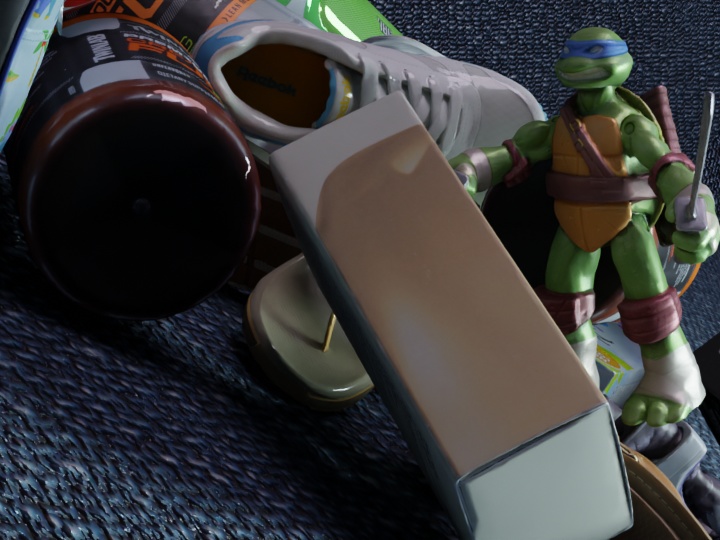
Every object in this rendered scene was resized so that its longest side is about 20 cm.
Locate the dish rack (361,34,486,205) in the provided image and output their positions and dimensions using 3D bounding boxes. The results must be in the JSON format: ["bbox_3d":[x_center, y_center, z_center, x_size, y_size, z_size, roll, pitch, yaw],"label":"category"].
[{"bbox_3d":[0.023,-0.070,1.256,0.171,0.044,0.199,27,-33,-27],"label":"dish rack"}]

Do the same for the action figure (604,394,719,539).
[{"bbox_3d":[0.208,0.140,1.033,0.199,0.070,0.130,33,3,-13],"label":"action figure"}]

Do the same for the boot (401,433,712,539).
[{"bbox_3d":[0.124,0.117,0.882,0.200,0.074,0.154,41,10,32],"label":"boot"}]

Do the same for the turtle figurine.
[{"bbox_3d":[0.105,-0.013,0.927,0.142,0.196,0.200,-8,18,5],"label":"turtle figurine"}]

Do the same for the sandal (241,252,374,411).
[{"bbox_3d":[0.008,0.001,0.952,0.080,0.054,0.200,38,41,13],"label":"sandal"}]

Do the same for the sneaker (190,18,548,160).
[{"bbox_3d":[0.006,-0.084,0.985,0.198,0.077,0.081,9,5,-9],"label":"sneaker"}]

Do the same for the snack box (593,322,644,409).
[{"bbox_3d":[0.102,0.039,1.184,0.168,0.068,0.200,35,13,16],"label":"snack box"}]

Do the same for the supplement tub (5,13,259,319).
[{"bbox_3d":[-0.116,-0.060,0.874,0.106,0.108,0.200,26,12,-23],"label":"supplement tub"}]

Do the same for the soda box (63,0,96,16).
[{"bbox_3d":[-0.178,-0.154,0.931,0.070,0.199,0.064,-24,97,-50],"label":"soda box"}]

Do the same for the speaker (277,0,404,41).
[{"bbox_3d":[-0.014,-0.148,1.265,0.200,0.089,0.088,39,3,-40],"label":"speaker"}]

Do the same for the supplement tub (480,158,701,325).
[{"bbox_3d":[0.148,-0.021,1.116,0.107,0.108,0.200,35,13,19],"label":"supplement tub"}]

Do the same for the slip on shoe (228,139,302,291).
[{"bbox_3d":[-0.100,-0.052,1.026,0.198,0.077,0.061,25,13,8],"label":"slip on shoe"}]

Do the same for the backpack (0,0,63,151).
[{"bbox_3d":[-0.203,-0.139,0.754,0.182,0.201,0.147,27,14,-8],"label":"backpack"}]

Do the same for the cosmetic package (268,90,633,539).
[{"bbox_3d":[0.037,0.029,0.806,0.201,0.071,0.106,59,-7,37],"label":"cosmetic package"}]

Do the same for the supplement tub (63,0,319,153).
[{"bbox_3d":[-0.128,-0.138,1.106,0.199,0.123,0.122,32,11,7],"label":"supplement tub"}]

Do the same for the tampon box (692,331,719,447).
[{"bbox_3d":[0.322,0.114,1.158,0.150,0.126,0.200,57,-6,-33],"label":"tampon box"}]
